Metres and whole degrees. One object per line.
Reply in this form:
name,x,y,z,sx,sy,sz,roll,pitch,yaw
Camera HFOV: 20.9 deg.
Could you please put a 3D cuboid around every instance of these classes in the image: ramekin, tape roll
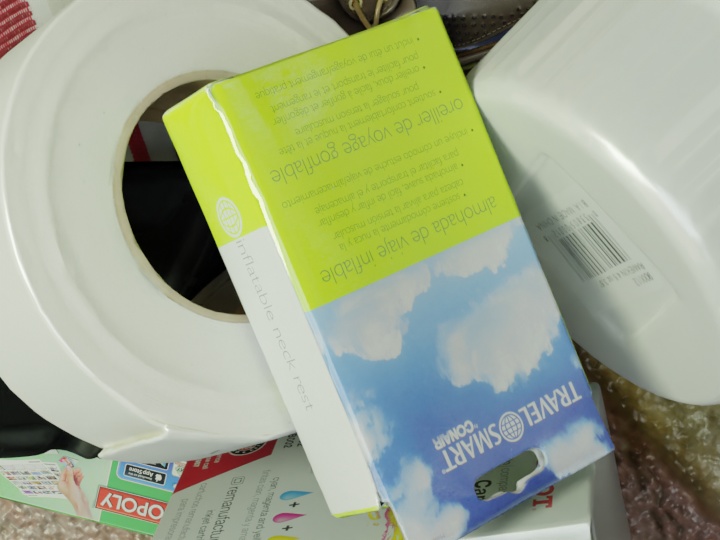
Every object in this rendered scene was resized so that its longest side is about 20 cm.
ramekin,0.128,-0.037,0.845,0.098,0.200,0.201,-40,102,-18
tape roll,-0.071,-0.022,0.816,0.203,0.202,0.071,53,146,-12

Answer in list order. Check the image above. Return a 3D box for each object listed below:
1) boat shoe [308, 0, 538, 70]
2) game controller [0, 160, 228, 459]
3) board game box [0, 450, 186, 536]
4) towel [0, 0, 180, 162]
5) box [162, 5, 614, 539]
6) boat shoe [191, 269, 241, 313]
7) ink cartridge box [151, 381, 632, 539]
boat shoe,0.025,-0.123,0.925,0.199,0.060,0.072,-16,103,-5
game controller,-0.124,0.022,0.928,0.104,0.042,0.200,5,135,-30
board game box,-0.140,0.064,1.026,0.199,0.029,0.135,15,108,-1
towel,-0.152,-0.064,0.868,0.199,0.023,0.145,-32,132,-18
box,0.015,0.005,0.793,0.121,0.048,0.201,-24,92,-34
boat shoe,0.000,0.000,0.937,0.200,0.073,0.063,-35,147,-17
ink cartridge box,0.023,0.152,0.881,0.198,0.145,0.146,-7,110,11
